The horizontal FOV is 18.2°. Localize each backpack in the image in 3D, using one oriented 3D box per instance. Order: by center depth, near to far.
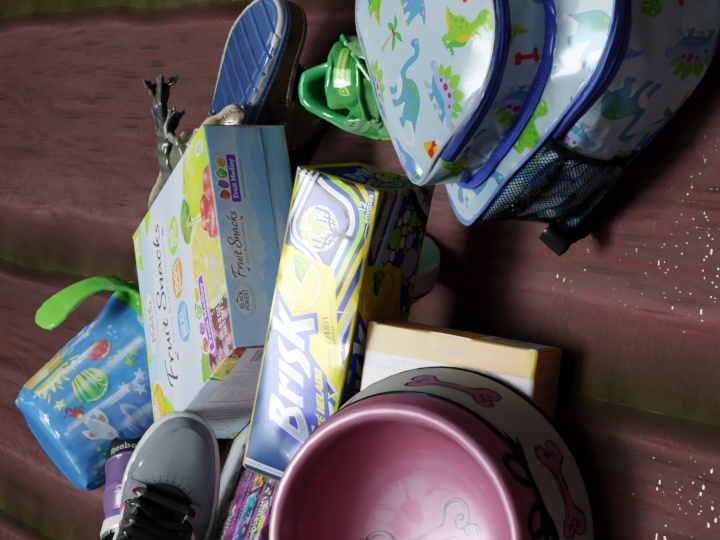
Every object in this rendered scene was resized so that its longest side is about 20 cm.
[{"bbox_3d":[0.098,-0.137,1.262,0.200,0.147,0.183,-47,50,45],"label":"backpack"}]

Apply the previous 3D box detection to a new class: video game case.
[{"bbox_3d":[-0.073,0.172,1.575,0.181,0.036,0.200,-38,29,64],"label":"video game case"}]

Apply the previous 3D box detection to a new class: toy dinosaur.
[{"bbox_3d":[-0.137,-0.091,1.679,0.200,0.047,0.088,128,130,-60],"label":"toy dinosaur"}]

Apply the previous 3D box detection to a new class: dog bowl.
[{"bbox_3d":[0.034,0.158,1.316,0.200,0.074,0.200,1,92,27],"label":"dog bowl"}]

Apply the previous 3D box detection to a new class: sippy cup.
[{"bbox_3d":[-0.191,0.099,1.753,0.178,0.130,0.140,54,163,1],"label":"sippy cup"}]

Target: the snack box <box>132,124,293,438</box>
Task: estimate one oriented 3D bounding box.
[{"bbox_3d":[-0.101,0.013,1.605,0.200,0.068,0.169,128,137,-60],"label":"snack box"}]

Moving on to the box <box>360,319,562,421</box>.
[{"bbox_3d":[0.052,0.136,1.372,0.119,0.041,0.200,10,98,30],"label":"box"}]

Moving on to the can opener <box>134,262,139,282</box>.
[{"bbox_3d":[-0.140,0.024,1.796,0.200,0.063,0.079,39,121,58],"label":"can opener"}]

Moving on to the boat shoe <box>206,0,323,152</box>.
[{"bbox_3d":[-0.067,-0.125,1.661,0.200,0.072,0.072,117,147,-47],"label":"boat shoe"}]

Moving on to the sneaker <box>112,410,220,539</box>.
[{"bbox_3d":[-0.144,0.195,1.534,0.121,0.084,0.200,180,107,-82],"label":"sneaker"}]

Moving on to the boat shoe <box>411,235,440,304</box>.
[{"bbox_3d":[0.000,0.000,1.532,0.200,0.074,0.065,-141,50,-66],"label":"boat shoe"}]

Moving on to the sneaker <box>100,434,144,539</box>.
[{"bbox_3d":[-0.143,0.180,1.706,0.200,0.076,0.088,68,-165,-66],"label":"sneaker"}]

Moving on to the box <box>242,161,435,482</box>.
[{"bbox_3d":[-0.014,0.036,1.414,0.064,0.070,0.200,18,104,30],"label":"box"}]

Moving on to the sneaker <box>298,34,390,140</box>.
[{"bbox_3d":[0.022,-0.119,1.476,0.200,0.084,0.074,-11,76,61],"label":"sneaker"}]
